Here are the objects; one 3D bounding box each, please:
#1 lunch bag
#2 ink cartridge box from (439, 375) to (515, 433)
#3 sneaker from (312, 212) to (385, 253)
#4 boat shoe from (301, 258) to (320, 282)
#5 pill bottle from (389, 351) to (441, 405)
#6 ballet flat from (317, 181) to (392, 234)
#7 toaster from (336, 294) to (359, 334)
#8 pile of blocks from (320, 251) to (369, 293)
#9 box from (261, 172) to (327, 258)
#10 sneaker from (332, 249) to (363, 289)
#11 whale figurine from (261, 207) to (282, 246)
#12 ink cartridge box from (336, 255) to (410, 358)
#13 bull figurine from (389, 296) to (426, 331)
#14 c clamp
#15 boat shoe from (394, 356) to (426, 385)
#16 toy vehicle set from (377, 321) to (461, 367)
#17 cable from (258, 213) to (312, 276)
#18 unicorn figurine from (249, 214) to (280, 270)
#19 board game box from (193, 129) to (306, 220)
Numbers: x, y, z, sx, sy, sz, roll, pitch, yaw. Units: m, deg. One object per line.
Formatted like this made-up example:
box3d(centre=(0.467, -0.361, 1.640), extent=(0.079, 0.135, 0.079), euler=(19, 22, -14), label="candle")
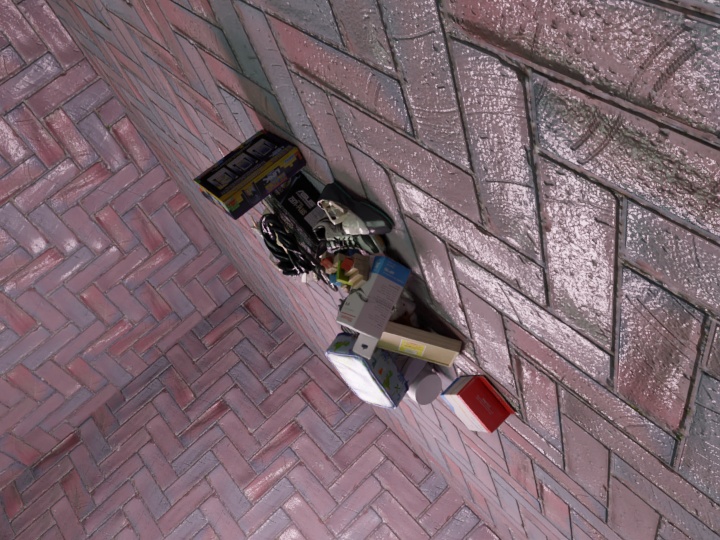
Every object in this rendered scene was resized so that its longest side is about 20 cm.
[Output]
box3d(centre=(0.014, 0.240, 1.645), extent=(0.160, 0.083, 0.200), euler=(2, 134, 46), label="lunch bag")
box3d(centre=(0.268, 0.309, 1.567), extent=(0.116, 0.067, 0.200), euler=(48, 166, 2), label="ink cartridge box")
box3d(centre=(-0.027, -0.066, 1.431), extent=(0.200, 0.088, 0.076), euler=(30, 156, 50), label="sneaker")
box3d(centre=(-0.139, -0.018, 1.990), extent=(0.060, 0.073, 0.202), euler=(5, 158, -6), label="boat shoe")
box3d(centre=(0.123, 0.277, 1.832), extent=(0.200, 0.119, 0.120), euler=(32, 159, 51), label="pill bottle")
box3d(centre=(-0.019, -0.108, 1.332), extent=(0.200, 0.073, 0.073), euler=(37, 163, 40), label="ballet flat")
box3d(centre=(0.030, 0.138, 1.753), extent=(0.200, 0.119, 0.181), euler=(47, 168, 7), label="toaster")
box3d(centre=(-0.050, 0.000, 1.460), extent=(0.062, 0.083, 0.200), euler=(18, 174, -23), label="pile of blocks")
box3d(centre=(-0.140, -0.137, 1.598), extent=(0.200, 0.086, 0.164), euler=(47, 167, 4), label="box")
box3d(centre=(0.000, 0.000, 1.565), extent=(0.075, 0.078, 0.201), euler=(-29, 85, 52), label="sneaker")
box3d(centre=(-0.157, -0.108, 1.745), extent=(0.199, 0.104, 0.160), euler=(23, 121, 16), label="whale figurine")
box3d(centre=(0.017, 0.072, 1.411), extent=(0.066, 0.201, 0.116), euler=(27, 173, -19), label="ink cartridge box")
box3d(centre=(0.092, 0.125, 1.558), extent=(0.121, 0.065, 0.200), euler=(-4, 145, 25), label="bull figurine")
box3d(centre=(-0.129, -0.030, 1.620), extent=(0.200, 0.027, 0.171), euler=(43, 167, 26), label="c clamp")
box3d(centre=(0.105, 0.253, 1.724), extent=(0.071, 0.201, 0.070), euler=(-2, -143, -48), label="boat shoe")
box3d(centre=(0.117, 0.161, 1.499), extent=(0.199, 0.027, 0.124), euler=(15, 157, 3), label="toy vehicle set")
box3d(centre=(-0.175, -0.060, 1.578), extent=(0.164, 0.051, 0.200), euler=(66, 162, -13), label="cable")
box3d(centre=(-0.214, -0.075, 1.848), extent=(0.074, 0.199, 0.138), euler=(-45, 64, 34), label="unicorn figurine")
box3d(centre=(-0.242, -0.212, 1.472), extent=(0.165, 0.200, 0.057), euler=(36, 160, 46), label="board game box")
